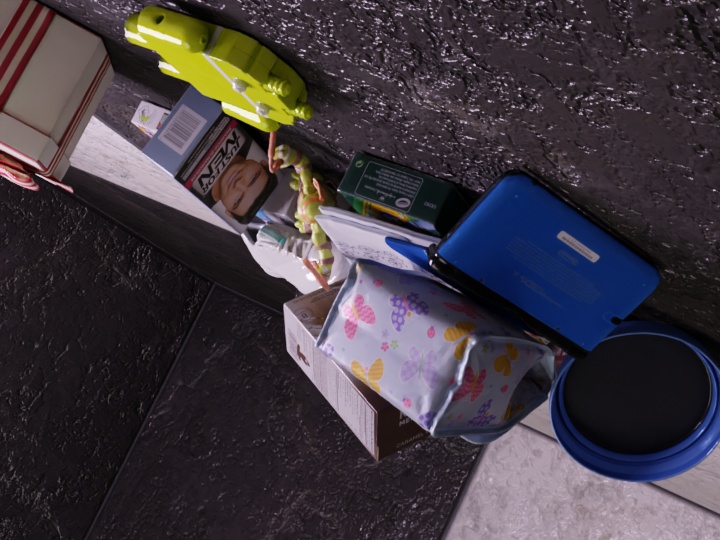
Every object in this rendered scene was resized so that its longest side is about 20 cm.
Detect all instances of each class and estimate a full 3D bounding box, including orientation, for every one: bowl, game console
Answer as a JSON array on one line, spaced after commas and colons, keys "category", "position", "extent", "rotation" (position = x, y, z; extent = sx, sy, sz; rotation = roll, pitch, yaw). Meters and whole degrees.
[{"category": "bowl", "position": [0.312, 0.146, 1.180], "extent": [0.199, 0.202, 0.040], "rotation": [28, -151, -5]}, {"category": "game console", "position": [0.150, -0.012, 0.999], "extent": [0.199, 0.171, 0.119], "rotation": [30, -154, -25]}]

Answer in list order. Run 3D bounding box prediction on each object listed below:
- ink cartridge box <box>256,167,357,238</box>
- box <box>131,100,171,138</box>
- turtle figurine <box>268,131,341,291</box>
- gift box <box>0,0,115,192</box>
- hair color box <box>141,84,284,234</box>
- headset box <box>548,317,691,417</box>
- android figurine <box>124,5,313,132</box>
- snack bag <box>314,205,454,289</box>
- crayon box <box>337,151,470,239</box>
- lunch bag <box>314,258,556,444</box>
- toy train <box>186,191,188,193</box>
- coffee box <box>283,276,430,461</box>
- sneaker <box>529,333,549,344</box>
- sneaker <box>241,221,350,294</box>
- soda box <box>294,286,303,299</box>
[{"category": "ink cartridge box", "position": [-0.047, -0.062, 1.417], "extent": [0.199, 0.067, 0.115], "rotation": [34, 169, -36]}, {"category": "box", "position": [-0.223, -0.165, 1.467], "extent": [0.109, 0.035, 0.200], "rotation": [23, 171, 26]}, {"category": "turtle figurine", "position": [-0.057, -0.085, 1.211], "extent": [0.161, 0.064, 0.203], "rotation": [-110, 0, -80]}, {"category": "gift box", "position": [-0.404, -0.205, 1.257], "extent": [0.183, 0.189, 0.200], "rotation": [27, 171, 0]}, {"category": "hair color box", "position": [-0.172, -0.128, 1.264], "extent": [0.060, 0.100, 0.200], "rotation": [35, 176, 23]}, {"category": "headset box", "position": [0.314, 0.113, 1.300], "extent": [0.147, 0.078, 0.200], "rotation": [28, 171, -6]}, {"category": "android figurine", "position": [-0.130, -0.189, 0.992], "extent": [0.198, 0.041, 0.182], "rotation": [25, 172, 28]}, {"category": "snack bag", "position": [0.061, -0.009, 1.147], "extent": [0.197, 0.022, 0.189], "rotation": [17, 167, 16]}, {"category": "crayon box", "position": [0.073, -0.050, 1.153], "extent": [0.125, 0.052, 0.200], "rotation": [22, 171, 31]}, {"category": "lunch bag", "position": [0.083, 0.082, 1.033], "extent": [0.169, 0.129, 0.199], "rotation": [32, -166, 34]}, {"category": "toy train", "position": [-0.151, -0.105, 1.441], "extent": [0.198, 0.042, 0.056], "rotation": [17, 159, -35]}, {"category": "coffee box", "position": [0.011, 0.101, 1.175], "extent": [0.200, 0.113, 0.081], "rotation": [45, 147, 40]}, {"category": "sneaker", "position": [0.164, 0.040, 1.310], "extent": [0.199, 0.083, 0.078], "rotation": [20, 170, 45]}, {"category": "sneaker", "position": [-0.089, -0.025, 1.321], "extent": [0.199, 0.076, 0.088], "rotation": [10, 153, 49]}, {"category": "soda box", "position": [0.000, 0.000, 1.331], "extent": [0.063, 0.072, 0.199], "rotation": [30, 142, -28]}]
